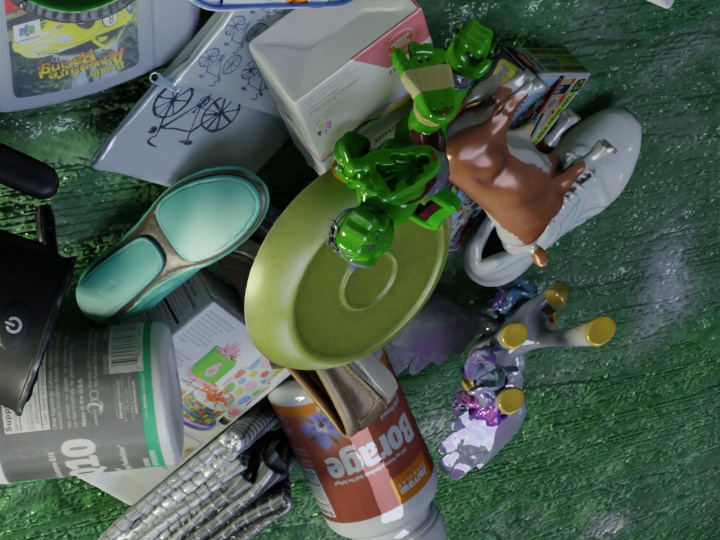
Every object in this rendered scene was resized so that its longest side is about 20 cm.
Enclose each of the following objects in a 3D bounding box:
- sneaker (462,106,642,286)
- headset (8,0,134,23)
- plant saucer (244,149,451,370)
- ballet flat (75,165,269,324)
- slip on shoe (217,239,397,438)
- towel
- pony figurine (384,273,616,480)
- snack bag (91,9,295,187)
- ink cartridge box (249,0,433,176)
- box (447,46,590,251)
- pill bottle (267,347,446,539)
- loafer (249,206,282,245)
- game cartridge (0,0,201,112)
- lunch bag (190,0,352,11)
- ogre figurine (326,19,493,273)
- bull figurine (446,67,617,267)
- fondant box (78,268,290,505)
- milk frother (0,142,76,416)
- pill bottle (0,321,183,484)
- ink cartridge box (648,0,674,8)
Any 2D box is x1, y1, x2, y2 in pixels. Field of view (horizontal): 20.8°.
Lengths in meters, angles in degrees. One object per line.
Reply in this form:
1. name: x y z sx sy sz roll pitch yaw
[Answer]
1. sneaker: 0.168 -0.062 1.688 0.200 0.070 0.080 -45 174 2
2. headset: -0.208 -0.233 1.221 0.199 0.094 0.123 37 107 -27
3. plant saucer: 0.000 0.000 1.522 0.199 0.031 0.201 -27 138 -27
4. ballet flat: -0.139 -0.027 1.522 0.199 0.068 0.070 -34 -179 28
5. slip on shoe: -0.054 0.054 1.613 0.200 0.076 0.061 48 69 -20
6. towel: -0.140 0.212 1.729 0.200 0.086 0.166 -40 -179 9
7. pony figurine: 0.120 0.077 1.753 0.192 0.167 0.200 -37 -172 -8
8. snack bag: -0.090 -0.128 1.468 0.200 0.021 0.188 -46 154 17
9. ink cartridge box: 0.000 -0.133 1.475 0.116 0.068 0.200 -37 155 -5
10. box: 0.099 -0.097 1.632 0.110 0.035 0.201 -10 141 -56
11. pill bottle: 0.002 0.163 1.744 0.111 0.112 0.201 -27 110 -7
12. loafer: -0.024 -0.017 1.643 0.073 0.072 0.200 -59 143 -4
13. game cartridge: -0.203 -0.177 1.351 0.198 0.041 0.134 -19 145 -18
14. lunch bag: -0.058 -0.272 1.289 0.159 0.076 0.202 -4 118 -24
15. ogre figurine: 0.030 -0.075 1.404 0.097 0.202 0.120 11 153 -5
16. bull figurine: 0.128 -0.082 1.557 0.122 0.065 0.200 -48 143 7
17. fondant box: -0.170 0.098 1.660 0.199 0.058 0.144 -39 143 9
18. milk frother: -0.302 0.000 1.405 0.186 0.182 0.200 21 159 -8
19. pill bottle: -0.242 0.106 1.534 0.198 0.114 0.114 -6 140 0
20. ink cartridge box: 0.148 -0.299 1.348 0.199 0.146 0.147 24 96 -49
